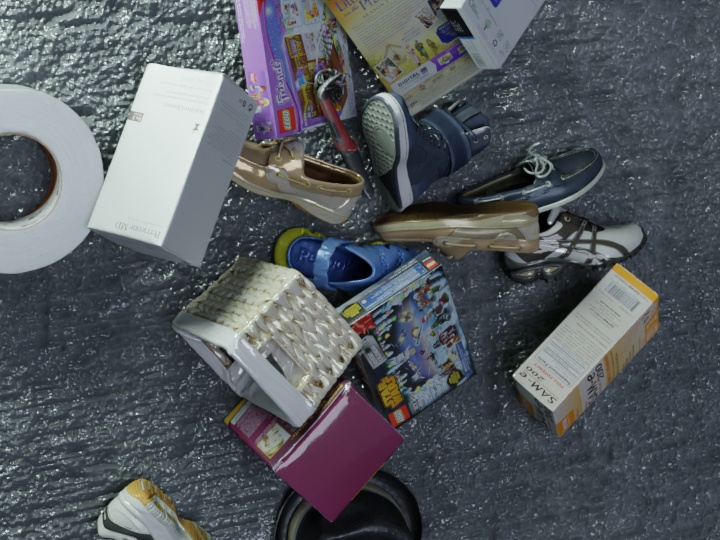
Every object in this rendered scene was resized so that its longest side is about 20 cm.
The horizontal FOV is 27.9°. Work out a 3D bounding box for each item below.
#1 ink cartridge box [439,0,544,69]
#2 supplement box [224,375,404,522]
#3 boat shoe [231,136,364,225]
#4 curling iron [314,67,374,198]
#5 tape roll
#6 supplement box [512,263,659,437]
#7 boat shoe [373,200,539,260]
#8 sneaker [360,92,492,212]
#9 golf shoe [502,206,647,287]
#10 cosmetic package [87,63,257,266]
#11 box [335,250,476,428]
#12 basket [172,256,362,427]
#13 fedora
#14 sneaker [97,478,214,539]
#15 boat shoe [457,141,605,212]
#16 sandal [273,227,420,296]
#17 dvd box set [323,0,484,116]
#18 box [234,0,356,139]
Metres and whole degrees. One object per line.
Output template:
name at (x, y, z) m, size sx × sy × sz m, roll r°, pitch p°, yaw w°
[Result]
ink cartridge box at (0.174, -0.338, 1.674) m, size 0.200 × 0.039 × 0.100 m, roll -55°, pitch 129°, yaw -22°
supplement box at (-0.057, 0.183, 1.679) m, size 0.131 × 0.200 × 0.103 m, roll -47°, pitch 112°, yaw -6°
boat shoe at (-0.084, -0.121, 1.669) m, size 0.200 × 0.074 × 0.069 m, roll 21°, pitch 119°, yaw -30°
curling iron at (-0.012, -0.155, 1.684) m, size 0.050 × 0.026 × 0.200 m, roll -46°, pitch 138°, yaw -24°
tape roll at (-0.380, -0.099, 1.569) m, size 0.200 × 0.066 × 0.201 m, roll -5°, pitch 102°, yaw -21°
supplement box at (0.288, 0.103, 1.836) m, size 0.200 × 0.074 × 0.126 m, roll -46°, pitch 157°, yaw -8°
boat shoe at (0.115, -0.043, 1.741) m, size 0.199 × 0.071 × 0.065 m, roll -2°, pitch 111°, yaw 12°
sneaker at (0.080, -0.169, 1.694) m, size 0.146 × 0.077 × 0.202 m, roll -33°, pitch 154°, yaw -12°
golf shoe at (0.273, -0.045, 1.834) m, size 0.200 × 0.078 × 0.095 m, roll -14°, pitch 105°, yaw -20°
cosmetic package at (-0.204, -0.115, 1.583) m, size 0.081 × 0.113 × 0.200 m, roll 36°, pitch 69°, yaw -57°
box at (0.057, 0.088, 1.754) m, size 0.137 × 0.040 × 0.200 m, roll -33°, pitch 133°, yaw -12°
basket at (-0.104, 0.074, 1.642) m, size 0.123 × 0.200 × 0.136 m, roll -46°, pitch 113°, yaw -13°
fedora at (-0.002, 0.335, 1.786) m, size 0.200 × 0.092 × 0.201 m, roll -4°, pitch 101°, yaw -21°
sneaker at (-0.229, 0.336, 1.718) m, size 0.088 × 0.076 × 0.200 m, roll -39°, pitch 109°, yaw 6°
boat shoe at (0.211, -0.111, 1.802) m, size 0.200 × 0.075 × 0.062 m, roll -24°, pitch 119°, yaw -7°
sandal at (0.000, 0.000, 1.729) m, size 0.199 × 0.087 × 0.080 m, roll 6°, pitch 96°, yaw -24°
dvd box set at (0.063, -0.287, 1.678) m, size 0.146 × 0.029 × 0.200 m, roll -33°, pitch 127°, yaw 9°
box at (-0.075, -0.260, 1.646) m, size 0.137 × 0.039 × 0.201 m, roll -21°, pitch 109°, yaw -45°
